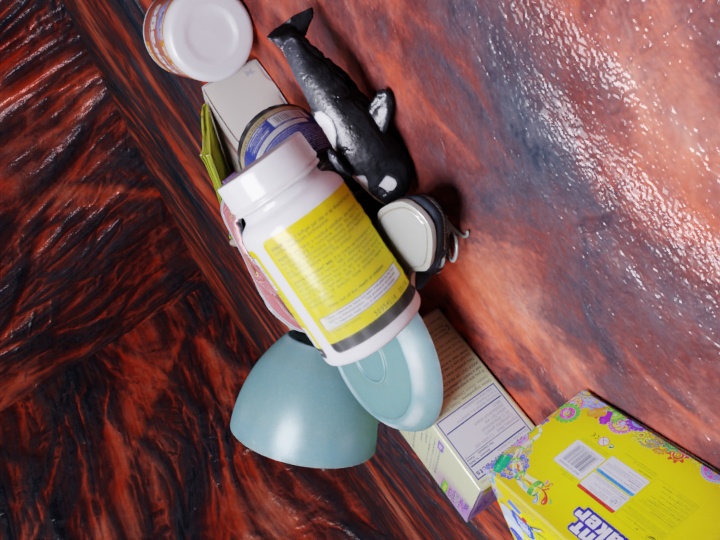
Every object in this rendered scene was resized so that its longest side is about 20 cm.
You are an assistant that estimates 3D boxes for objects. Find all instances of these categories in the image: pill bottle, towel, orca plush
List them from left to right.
[{"bbox_3d":[-0.220,-0.308,1.017,0.200,0.112,0.113,31,150,60],"label":"pill bottle"},{"bbox_3d":[-0.193,-0.130,1.073,0.201,0.018,0.087,84,175,-61],"label":"towel"},{"bbox_3d":[-0.050,-0.101,0.882,0.200,0.111,0.112,45,161,43],"label":"pill bottle"},{"bbox_3d":[-0.040,-0.021,0.740,0.201,0.114,0.114,56,166,-13],"label":"pill bottle"},{"bbox_3d":[0.001,-0.160,0.740,0.202,0.071,0.105,63,-150,-3],"label":"orca plush"}]

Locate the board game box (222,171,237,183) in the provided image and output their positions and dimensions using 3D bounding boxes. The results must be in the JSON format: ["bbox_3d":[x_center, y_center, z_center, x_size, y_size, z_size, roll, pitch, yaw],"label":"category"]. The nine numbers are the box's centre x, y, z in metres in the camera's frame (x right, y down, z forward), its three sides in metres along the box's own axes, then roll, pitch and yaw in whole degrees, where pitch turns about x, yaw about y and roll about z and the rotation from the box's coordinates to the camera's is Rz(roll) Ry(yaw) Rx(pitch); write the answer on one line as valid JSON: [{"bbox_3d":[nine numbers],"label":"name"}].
[{"bbox_3d":[-0.088,-0.033,0.982,0.199,0.032,0.121,33,146,28],"label":"board game box"}]

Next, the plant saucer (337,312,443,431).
[{"bbox_3d":[0.017,0.093,0.877,0.200,0.027,0.202,35,137,42],"label":"plant saucer"}]

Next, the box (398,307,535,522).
[{"bbox_3d":[0.112,0.179,0.950,0.201,0.096,0.176,52,164,24],"label":"box"}]

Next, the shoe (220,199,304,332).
[{"bbox_3d":[-0.092,-0.001,0.888,0.201,0.071,0.091,61,173,-21],"label":"shoe"}]

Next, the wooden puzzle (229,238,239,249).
[{"bbox_3d":[-0.072,0.011,1.142,0.184,0.037,0.200,-1,-139,-52],"label":"wooden puzzle"}]

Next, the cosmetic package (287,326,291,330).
[{"bbox_3d":[-0.068,0.057,1.251,0.200,0.104,0.073,51,-162,28],"label":"cosmetic package"}]

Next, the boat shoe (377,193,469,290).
[{"bbox_3d":[0.060,-0.029,0.764,0.075,0.062,0.200,50,166,18],"label":"boat shoe"}]

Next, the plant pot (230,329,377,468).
[{"bbox_3d":[-0.064,0.155,1.038,0.200,0.198,0.136,30,111,61],"label":"plant pot"}]

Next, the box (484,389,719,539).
[{"bbox_3d":[0.230,0.241,0.638,0.200,0.121,0.194,33,153,59],"label":"box"}]

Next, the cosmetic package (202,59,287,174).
[{"bbox_3d":[-0.152,-0.185,1.094,0.104,0.087,0.200,56,165,15],"label":"cosmetic package"}]

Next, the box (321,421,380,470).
[{"bbox_3d":[-0.035,0.192,1.258,0.193,0.199,0.048,40,165,52],"label":"box"}]
